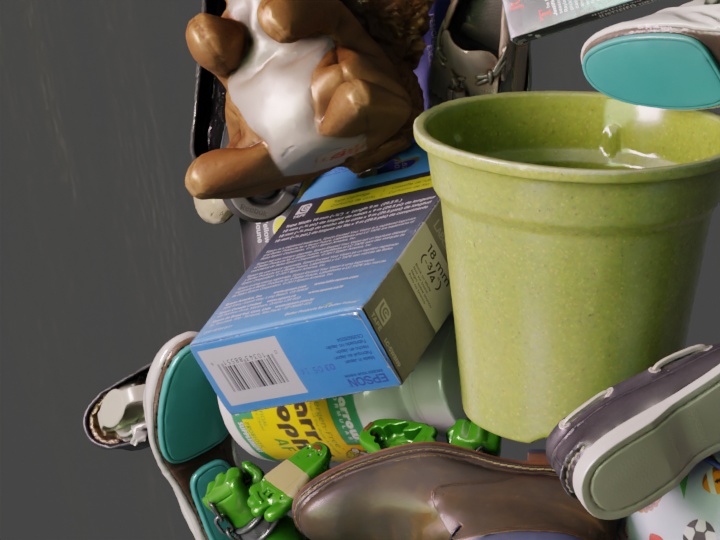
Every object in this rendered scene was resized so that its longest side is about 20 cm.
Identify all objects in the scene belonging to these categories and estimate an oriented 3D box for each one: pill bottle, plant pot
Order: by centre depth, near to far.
[{"bbox_3d":[0.129,0.002,1.539,0.200,0.200,0.185,18,114,42],"label":"plant pot"},{"bbox_3d":[0.007,0.073,1.691,0.199,0.113,0.113,-4,87,43],"label":"pill bottle"}]

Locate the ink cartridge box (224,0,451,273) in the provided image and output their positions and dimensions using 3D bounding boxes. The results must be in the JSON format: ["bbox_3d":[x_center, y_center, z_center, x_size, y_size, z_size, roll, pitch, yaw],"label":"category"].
[{"bbox_3d":[-0.010,-0.080,1.756,0.200,0.047,0.199,-13,80,46],"label":"ink cartridge box"}]

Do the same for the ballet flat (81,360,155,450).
[{"bbox_3d":[-0.136,0.089,1.860,0.200,0.073,0.073,-26,72,41],"label":"ballet flat"}]

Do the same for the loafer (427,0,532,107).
[{"bbox_3d":[0.078,-0.160,1.651,0.072,0.063,0.201,23,105,32],"label":"loafer"}]

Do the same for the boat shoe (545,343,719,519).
[{"bbox_3d":[0.201,0.075,1.478,0.060,0.200,0.074,47,165,53],"label":"boat shoe"}]

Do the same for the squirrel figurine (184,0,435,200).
[{"bbox_3d":[-0.038,-0.159,1.624,0.141,0.200,0.187,-28,77,32],"label":"squirrel figurine"}]

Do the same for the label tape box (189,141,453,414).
[{"bbox_3d":[0.000,0.000,1.623,0.144,0.200,0.063,-12,119,38],"label":"label tape box"}]

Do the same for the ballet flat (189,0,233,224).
[{"bbox_3d":[-0.102,-0.133,1.778,0.066,0.057,0.201,10,97,46],"label":"ballet flat"}]

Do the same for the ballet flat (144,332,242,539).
[{"bbox_3d":[-0.121,0.120,1.793,0.069,0.069,0.201,24,140,41],"label":"ballet flat"}]

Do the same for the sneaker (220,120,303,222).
[{"bbox_3d":[-0.057,-0.133,1.722,0.201,0.075,0.079,-69,16,-1],"label":"sneaker"}]

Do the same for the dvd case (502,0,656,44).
[{"bbox_3d":[0.170,-0.236,1.553,0.199,0.022,0.147,-17,78,21],"label":"dvd case"}]

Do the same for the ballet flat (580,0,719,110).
[{"bbox_3d":[0.227,-0.138,1.518,0.199,0.069,0.070,-2,89,41],"label":"ballet flat"}]

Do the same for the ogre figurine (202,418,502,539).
[{"bbox_3d":[0.013,0.158,1.622,0.199,0.120,0.098,-26,33,7],"label":"ogre figurine"}]

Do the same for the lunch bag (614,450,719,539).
[{"bbox_3d":[0.218,0.209,1.517,0.160,0.075,0.201,31,110,37],"label":"lunch bag"}]

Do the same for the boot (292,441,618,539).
[{"bbox_3d":[0.057,0.157,1.512,0.097,0.199,0.075,-90,-6,-60],"label":"boot"}]
